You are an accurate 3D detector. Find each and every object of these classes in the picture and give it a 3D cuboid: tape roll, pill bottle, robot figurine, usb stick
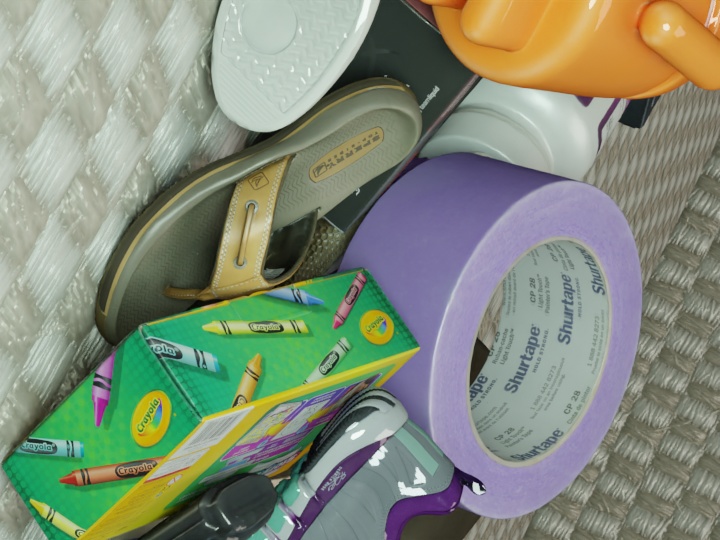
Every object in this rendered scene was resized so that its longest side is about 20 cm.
[{"bbox_3d":[0.074,0.037,1.250,0.199,0.085,0.201,-19,117,-44],"label":"tape roll"},{"bbox_3d":[0.116,-0.119,1.390,0.200,0.112,0.113,-56,164,-36],"label":"pill bottle"},{"bbox_3d":[0.115,-0.144,1.085,0.199,0.143,0.117,0,86,-49],"label":"robot figurine"},{"bbox_3d":[-0.115,0.158,1.114,0.200,0.033,0.055,-37,171,40],"label":"usb stick"}]

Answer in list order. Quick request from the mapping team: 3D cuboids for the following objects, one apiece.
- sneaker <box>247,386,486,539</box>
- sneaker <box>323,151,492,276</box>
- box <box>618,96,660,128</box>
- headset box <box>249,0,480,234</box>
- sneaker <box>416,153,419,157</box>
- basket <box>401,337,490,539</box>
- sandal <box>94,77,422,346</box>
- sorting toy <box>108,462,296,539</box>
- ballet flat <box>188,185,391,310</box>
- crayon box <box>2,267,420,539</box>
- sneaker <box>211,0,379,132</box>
[{"bbox_3d":[-0.026,0.157,1.116,0.200,0.087,0.074,-49,-175,20],"label":"sneaker"},{"bbox_3d":[0.000,0.000,1.290,0.200,0.088,0.081,-47,135,-25],"label":"sneaker"},{"bbox_3d":[0.222,-0.258,1.694,0.197,0.123,0.200,-59,166,-31],"label":"box"},{"bbox_3d":[0.032,-0.123,1.203,0.149,0.077,0.200,-50,-179,39],"label":"headset box"},{"bbox_3d":[-0.006,-0.024,1.392,0.200,0.070,0.076,-38,124,-58],"label":"sneaker"},{"bbox_3d":[0.020,0.151,1.529,0.181,0.135,0.200,63,35,-23],"label":"basket"},{"bbox_3d":[-0.046,-0.022,1.084,0.199,0.055,0.082,-32,148,-9],"label":"sandal"},{"bbox_3d":[-0.067,0.219,1.257,0.198,0.070,0.201,-7,118,-34],"label":"sorting toy"},{"bbox_3d":[-0.042,-0.003,1.228,0.200,0.067,0.047,-50,130,-37],"label":"ballet flat"},{"bbox_3d":[-0.071,0.068,1.087,0.119,0.058,0.200,-43,165,30],"label":"crayon box"},{"bbox_3d":[-0.006,-0.163,1.085,0.201,0.073,0.118,-66,169,9],"label":"sneaker"}]
